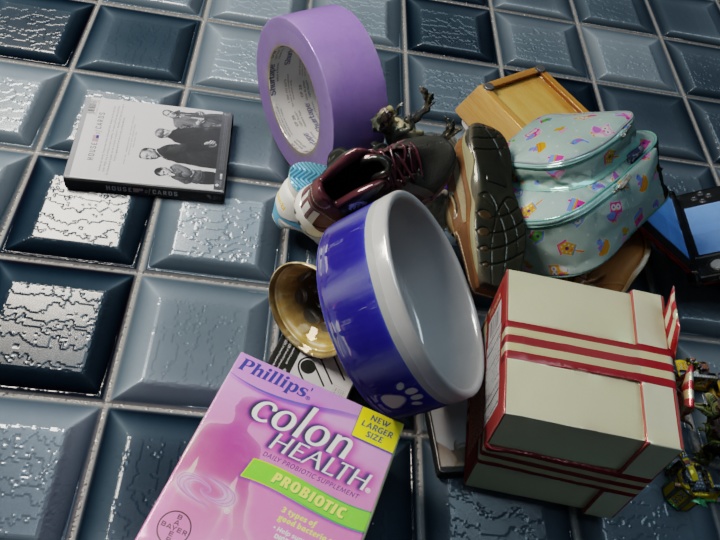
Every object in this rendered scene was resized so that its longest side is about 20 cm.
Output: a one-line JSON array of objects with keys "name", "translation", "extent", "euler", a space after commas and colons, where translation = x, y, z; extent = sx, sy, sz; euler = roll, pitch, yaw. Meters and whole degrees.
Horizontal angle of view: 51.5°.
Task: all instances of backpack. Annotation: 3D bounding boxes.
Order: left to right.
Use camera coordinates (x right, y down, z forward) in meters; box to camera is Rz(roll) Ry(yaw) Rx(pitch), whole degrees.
[{"name": "backpack", "translation": [0.242, -0.091, 0.877], "extent": [0.200, 0.155, 0.174], "euler": [-47, 34, -23]}]

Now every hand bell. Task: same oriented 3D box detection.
[{"name": "hand bell", "translation": [0.000, 0.000, 0.818], "extent": [0.103, 0.106, 0.199], "euler": [35, 40, 16]}]

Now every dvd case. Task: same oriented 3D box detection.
[{"name": "dvd case", "translation": [-0.269, -0.159, 0.969], "extent": [0.194, 0.025, 0.153], "euler": [4, 52, -8]}, {"name": "dvd case", "translation": [0.164, 0.153, 0.821], "extent": [0.195, 0.018, 0.145], "euler": [1, 52, -12]}]

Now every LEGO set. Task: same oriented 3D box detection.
[{"name": "LEGO set", "translation": [0.392, 0.155, 0.803], "extent": [0.150, 0.117, 0.203], "euler": [12, 50, -2]}]

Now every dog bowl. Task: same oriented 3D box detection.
[{"name": "dog bowl", "translation": [0.042, 0.033, 0.712], "extent": [0.077, 0.200, 0.204], "euler": [-22, 47, 24]}]

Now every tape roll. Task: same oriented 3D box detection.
[{"name": "tape roll", "translation": [-0.052, -0.227, 0.955], "extent": [0.084, 0.202, 0.201], "euler": [-22, 59, -26]}]

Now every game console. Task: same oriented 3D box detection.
[{"name": "game console", "translation": [0.441, -0.087, 0.973], "extent": [0.168, 0.120, 0.202], "euler": [-13, 33, 21]}]

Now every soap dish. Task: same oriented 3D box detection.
[{"name": "soap dish", "translation": [0.256, -0.205, 1.082], "extent": [0.155, 0.082, 0.201], "euler": [-21, 58, -26]}]

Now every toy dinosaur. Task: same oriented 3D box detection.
[{"name": "toy dinosaur", "translation": [0.076, -0.169, 0.937], "extent": [0.089, 0.200, 0.047], "euler": [-50, 51, 0]}]

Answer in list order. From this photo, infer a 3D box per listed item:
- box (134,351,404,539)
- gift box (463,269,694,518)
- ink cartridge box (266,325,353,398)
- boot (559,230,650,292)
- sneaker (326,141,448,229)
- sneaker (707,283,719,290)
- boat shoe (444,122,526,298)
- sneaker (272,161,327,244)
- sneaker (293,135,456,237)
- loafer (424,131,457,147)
[{"name": "box", "translation": [-0.076, 0.209, 0.674], "extent": [0.172, 0.098, 0.202], "euler": [22, 50, 6]}, {"name": "gift box", "translation": [0.212, 0.108, 0.736], "extent": [0.182, 0.186, 0.204], "euler": [12, 57, 0]}, {"name": "ink cartridge box", "translation": [-0.033, 0.071, 0.826], "extent": [0.092, 0.045, 0.202], "euler": [23, 51, 5]}, {"name": "boot", "translation": [0.282, -0.001, 0.943], "extent": [0.151, 0.077, 0.204], "euler": [8, 57, 0]}, {"name": "sneaker", "translation": [0.043, -0.108, 0.888], "extent": [0.196, 0.070, 0.101], "euler": [6, 51, -35]}, {"name": "sneaker", "translation": [0.529, 0.032, 0.962], "extent": [0.198, 0.075, 0.087], "euler": [35, 53, 22]}, {"name": "boat shoe", "translation": [0.131, -0.063, 0.825], "extent": [0.074, 0.074, 0.205], "euler": [17, 59, -27]}, {"name": "sneaker", "translation": [-0.014, -0.069, 0.925], "extent": [0.196, 0.081, 0.078], "euler": [16, 46, -25]}, {"name": "sneaker", "translation": [0.032, -0.097, 0.756], "extent": [0.197, 0.115, 0.077], "euler": [-27, 86, -20]}, {"name": "loafer", "translation": [0.148, -0.116, 0.998], "extent": [0.062, 0.073, 0.202], "euler": [-12, 55, -29]}]
